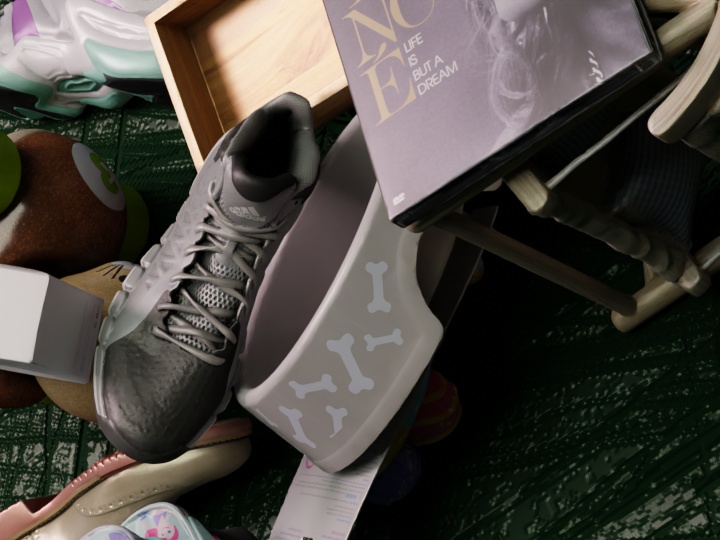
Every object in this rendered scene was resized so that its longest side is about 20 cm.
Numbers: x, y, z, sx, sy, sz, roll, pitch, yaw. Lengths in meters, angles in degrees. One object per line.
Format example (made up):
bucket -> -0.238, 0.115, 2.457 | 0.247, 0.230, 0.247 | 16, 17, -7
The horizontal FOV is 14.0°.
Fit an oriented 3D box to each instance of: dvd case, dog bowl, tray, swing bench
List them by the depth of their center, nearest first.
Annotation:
dvd case -> 0.047, -0.139, 1.336 | 0.149, 0.016, 0.200 | -33, 56, 26
swing bench -> 0.151, -0.076, 1.374 | 0.200, 0.199, 0.130 | -18, 65, 33
dog bowl -> 0.000, 0.000, 1.486 | 0.200, 0.059, 0.200 | -57, 15, 25
tray -> -0.020, -0.136, 1.550 | 0.200, 0.037, 0.099 | -31, 72, 32

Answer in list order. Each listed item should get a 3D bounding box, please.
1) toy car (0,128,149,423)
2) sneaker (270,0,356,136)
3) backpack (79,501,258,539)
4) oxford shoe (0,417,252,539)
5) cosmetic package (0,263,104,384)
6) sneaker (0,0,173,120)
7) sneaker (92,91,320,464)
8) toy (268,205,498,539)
toy car -> -0.136, 0.019, 1.598 | 0.200, 0.164, 0.158 | 20, 88, 30
sneaker -> -0.034, -0.153, 1.620 | 0.085, 0.078, 0.200 | -46, 54, 17
backpack -> -0.106, 0.237, 1.509 | 0.177, 0.150, 0.200 | -41, 60, 19
oxford shoe -> -0.130, 0.141, 1.615 | 0.200, 0.071, 0.074 | -30, 80, 30
cosmetic package -> -0.241, 0.014, 1.513 | 0.200, 0.083, 0.051 | 10, 85, 17
sneaker -> -0.163, -0.166, 1.732 | 0.200, 0.078, 0.140 | 0, 73, 28
sneaker -> -0.074, -0.007, 1.462 | 0.116, 0.075, 0.200 | 124, 168, -67
toy -> 0.025, 0.065, 1.510 | 0.200, 0.047, 0.115 | -68, 16, -8
